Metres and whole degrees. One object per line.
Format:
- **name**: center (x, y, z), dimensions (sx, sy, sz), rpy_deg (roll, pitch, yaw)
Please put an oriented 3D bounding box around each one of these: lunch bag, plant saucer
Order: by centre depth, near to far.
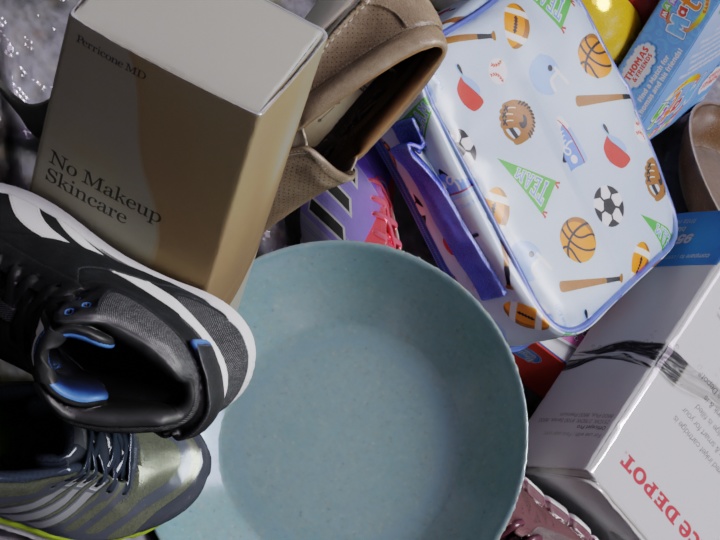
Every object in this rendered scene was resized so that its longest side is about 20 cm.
- **plant saucer**: center (-0.012, 0.086, 1.311), dimensions (0.039, 0.200, 0.202), rpy_deg (48, 33, -74)
- **lunch bag**: center (0.085, -0.063, 1.459), dimensions (0.160, 0.075, 0.200), rpy_deg (-38, 103, -39)
- **plant saucer**: center (0.266, -0.019, 1.673), dimensions (0.200, 0.032, 0.200), rpy_deg (40, 27, -26)

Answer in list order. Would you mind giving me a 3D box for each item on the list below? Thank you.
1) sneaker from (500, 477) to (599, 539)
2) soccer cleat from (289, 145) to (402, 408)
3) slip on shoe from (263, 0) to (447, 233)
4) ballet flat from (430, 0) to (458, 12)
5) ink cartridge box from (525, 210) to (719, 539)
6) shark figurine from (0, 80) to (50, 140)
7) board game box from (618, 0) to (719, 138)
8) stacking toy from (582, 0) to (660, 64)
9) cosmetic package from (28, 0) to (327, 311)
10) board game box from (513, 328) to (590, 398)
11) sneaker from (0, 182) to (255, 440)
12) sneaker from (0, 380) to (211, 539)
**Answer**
- **sneaker**: center (0.063, 0.149, 1.392), dimensions (0.200, 0.076, 0.116), rpy_deg (51, 23, -8)
- **soccer cleat**: center (0.000, 0.000, 1.407), dimensions (0.068, 0.073, 0.201), rpy_deg (32, 55, -33)
- **slip on shoe**: center (-0.031, -0.063, 1.317), dimensions (0.076, 0.200, 0.061), rpy_deg (26, 20, -53)
- **ballet flat**: center (0.026, -0.180, 1.508), dimensions (0.200, 0.074, 0.074), rpy_deg (16, 64, -41)
- **ink cartridge box**: center (0.192, 0.086, 1.501), dimensions (0.145, 0.084, 0.200), rpy_deg (49, 63, -25)
- **shark figurine**: center (-0.111, -0.094, 1.350), dimensions (0.214, 0.128, 0.090), rpy_deg (-12, 57, -29)
- **board game box**: center (0.221, -0.170, 1.593), dimensions (0.037, 0.200, 0.151), rpy_deg (36, 29, 12)
- **stacking toy**: center (0.130, -0.166, 1.583), dimensions (0.146, 0.146, 0.200), rpy_deg (36, 68, -30)
- **cosmetic package**: center (-0.095, -0.047, 1.224), dimensions (0.105, 0.200, 0.071), rpy_deg (27, 47, 8)
- **board game box**: center (0.163, 0.029, 1.583), dimensions (0.200, 0.040, 0.153), rpy_deg (37, 51, -30)
- **sneaker**: center (-0.149, 0.015, 1.167), dimensions (0.112, 0.199, 0.073), rpy_deg (-41, 151, -77)
- **sneaker**: center (-0.143, 0.089, 1.223), dimensions (0.200, 0.081, 0.074), rpy_deg (5, 72, -44)
